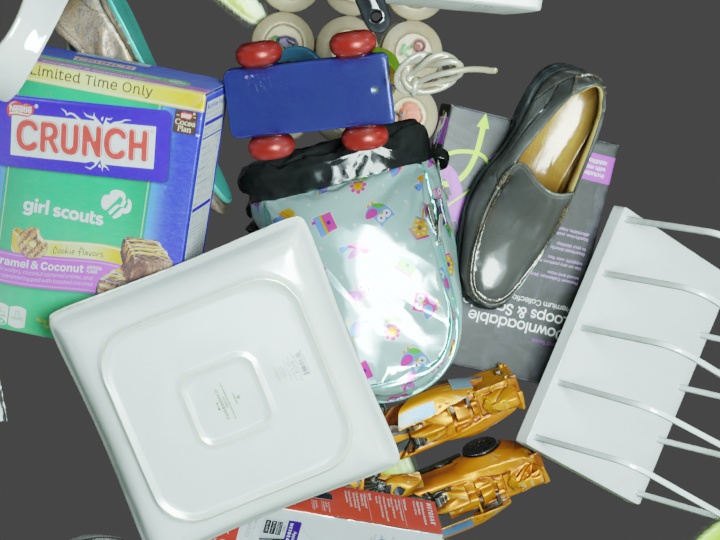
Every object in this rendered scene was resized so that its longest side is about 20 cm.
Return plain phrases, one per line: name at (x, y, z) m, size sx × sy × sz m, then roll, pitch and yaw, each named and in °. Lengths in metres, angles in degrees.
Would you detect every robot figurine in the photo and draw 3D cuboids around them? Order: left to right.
robot figurine at (0.039, 0.155, 1.712) m, size 0.199 × 0.058 × 0.145 m, roll -22°, pitch 111°, yaw -6°

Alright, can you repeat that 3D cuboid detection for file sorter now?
file sorter at (0.240, 0.075, 1.691) m, size 0.139 × 0.124 × 0.201 m, roll 30°, pitch 80°, yaw -35°

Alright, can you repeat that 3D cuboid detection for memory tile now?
memory tile at (-0.008, -0.196, 1.699) m, size 0.153 × 0.017 × 0.201 m, roll 3°, pitch 95°, yaw -12°

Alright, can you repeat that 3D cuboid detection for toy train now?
toy train at (0.010, -0.138, 1.609) m, size 0.199 × 0.116 × 0.085 m, roll -5°, pitch 102°, yaw 12°

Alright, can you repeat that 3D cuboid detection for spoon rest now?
spoon rest at (-0.222, -0.217, 1.545) m, size 0.099 × 0.061 × 0.201 m, roll 29°, pitch 61°, yaw -31°

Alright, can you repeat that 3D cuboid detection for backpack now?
backpack at (0.000, 0.000, 1.648) m, size 0.166 × 0.127 × 0.201 m, roll -15°, pitch 91°, yaw 6°

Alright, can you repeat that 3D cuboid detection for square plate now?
square plate at (-0.096, 0.088, 1.573) m, size 0.198 × 0.028 × 0.201 m, roll -22°, pitch 102°, yaw 2°

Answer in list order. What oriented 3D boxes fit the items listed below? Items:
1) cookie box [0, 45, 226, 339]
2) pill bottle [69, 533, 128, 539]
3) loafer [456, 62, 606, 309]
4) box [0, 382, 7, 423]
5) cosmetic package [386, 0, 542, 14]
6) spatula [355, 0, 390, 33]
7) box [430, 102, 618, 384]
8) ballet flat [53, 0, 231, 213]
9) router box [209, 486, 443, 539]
cookie box at (-0.198, -0.052, 1.601) m, size 0.171 × 0.075 × 0.201 m, roll 11°, pitch 103°, yaw 6°
pill bottle at (-0.186, 0.257, 1.609) m, size 0.115 × 0.200 × 0.116 m, roll -1°, pitch 96°, yaw -12°
loafer at (0.129, -0.063, 1.678) m, size 0.073 × 0.072 × 0.201 m, roll 20°, pitch 92°, yaw -14°
box at (-0.357, 0.096, 1.577) m, size 0.199 × 0.160 × 0.044 m, roll -11°, pitch 96°, yaw -12°
cosmetic package at (0.030, -0.240, 1.641) m, size 0.199 × 0.108 × 0.085 m, roll 5°, pitch 94°, yaw -14°
spatula at (-0.021, -0.262, 1.562) m, size 0.056 × 0.021 × 0.201 m, roll -22°, pitch 104°, yaw 4°
box at (0.111, -0.018, 1.733) m, size 0.143 × 0.036 × 0.201 m, roll 12°, pitch 94°, yaw -13°
ballet flat at (-0.169, -0.121, 1.654) m, size 0.067 × 0.068 × 0.200 m, roll -28°, pitch 96°, yaw 11°
router box at (-0.049, 0.256, 1.680) m, size 0.179 × 0.049 × 0.201 m, roll 10°, pitch 114°, yaw -11°
